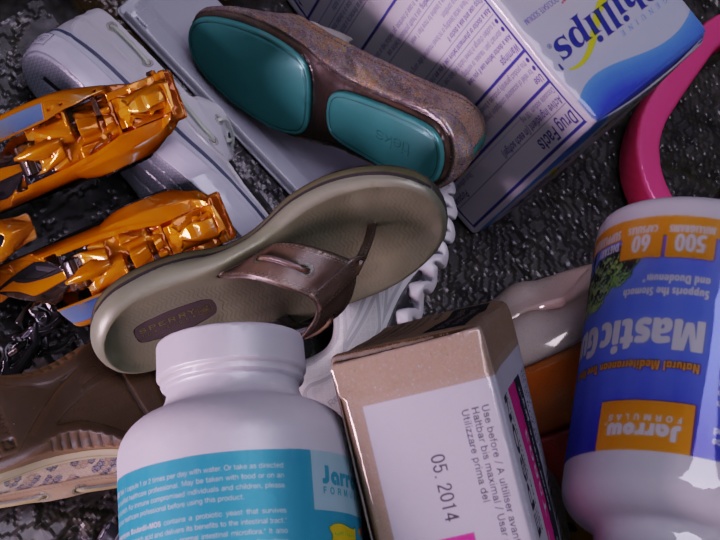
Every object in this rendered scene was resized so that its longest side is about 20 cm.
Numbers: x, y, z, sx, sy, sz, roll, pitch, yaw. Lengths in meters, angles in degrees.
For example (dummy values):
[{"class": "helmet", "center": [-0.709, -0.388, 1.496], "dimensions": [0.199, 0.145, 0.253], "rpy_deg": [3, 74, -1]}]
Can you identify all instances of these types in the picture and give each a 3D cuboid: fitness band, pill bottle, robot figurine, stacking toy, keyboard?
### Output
[{"class": "fitness band", "center": [0.255, -0.087, 1.080], "dimensions": [0.143, 0.037, 0.201], "rpy_deg": [39, 63, -3]}, {"class": "pill bottle", "center": [0.159, 0.076, 0.799], "dimensions": [0.111, 0.112, 0.202], "rpy_deg": [16, 68, -13]}, {"class": "robot figurine", "center": [-0.175, -0.025, 0.864], "dimensions": [0.198, 0.058, 0.146], "rpy_deg": [-23, 94, -1]}, {"class": "stacking toy", "center": [0.130, 0.107, 0.936], "dimensions": [0.145, 0.146, 0.202], "rpy_deg": [-27, 97, -24]}, {"class": "keyboard", "center": [-0.062, -0.104, 0.994], "dimensions": [0.200, 0.011, 0.056], "rpy_deg": [47, 59, 0]}, {"class": "pill bottle", "center": [-0.052, 0.129, 0.718], "dimensions": [0.109, 0.111, 0.203], "rpy_deg": [1, 72, -18]}]

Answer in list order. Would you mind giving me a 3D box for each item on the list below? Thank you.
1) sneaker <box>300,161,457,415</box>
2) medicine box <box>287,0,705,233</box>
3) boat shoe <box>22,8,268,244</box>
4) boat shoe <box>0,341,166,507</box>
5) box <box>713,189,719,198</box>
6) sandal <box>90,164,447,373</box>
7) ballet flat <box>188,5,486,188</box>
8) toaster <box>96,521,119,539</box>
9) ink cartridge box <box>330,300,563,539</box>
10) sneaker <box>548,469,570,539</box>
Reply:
[{"class": "sneaker", "center": [0.000, 0.000, 0.929], "dimensions": [0.081, 0.075, 0.202], "rpy_deg": [28, 62, -29]}, {"class": "medicine box", "center": [0.072, -0.152, 0.958], "dimensions": [0.103, 0.182, 0.201], "rpy_deg": [-38, 87, -25]}, {"class": "boat shoe", "center": [-0.103, -0.074, 0.932], "dimensions": [0.200, 0.073, 0.067], "rpy_deg": [47, 58, -5]}, {"class": "boat shoe", "center": [-0.153, 0.085, 0.877], "dimensions": [0.198, 0.063, 0.074], "rpy_deg": [-7, 58, -24]}, {"class": "box", "center": [0.309, 0.042, 0.999], "dimensions": [0.198, 0.049, 0.161], "rpy_deg": [17, 64, -9]}, {"class": "sandal", "center": [-0.043, 0.013, 0.842], "dimensions": [0.199, 0.080, 0.058], "rpy_deg": [-25, 40, 1]}, {"class": "ballet flat", "center": [-0.011, -0.106, 0.951], "dimensions": [0.199, 0.069, 0.067], "rpy_deg": [31, 41, 23]}, {"class": "toaster", "center": [-0.054, 0.192, 0.829], "dimensions": [0.199, 0.129, 0.114], "rpy_deg": [31, 66, -6]}, {"class": "ink cartridge box", "center": [0.054, 0.123, 0.773], "dimensions": [0.074, 0.165, 0.203], "rpy_deg": [-13, 91, 8]}, {"class": "sneaker", "center": [0.066, 0.212, 0.909], "dimensions": [0.117, 0.074, 0.203], "rpy_deg": [-7, 99, 21]}]
